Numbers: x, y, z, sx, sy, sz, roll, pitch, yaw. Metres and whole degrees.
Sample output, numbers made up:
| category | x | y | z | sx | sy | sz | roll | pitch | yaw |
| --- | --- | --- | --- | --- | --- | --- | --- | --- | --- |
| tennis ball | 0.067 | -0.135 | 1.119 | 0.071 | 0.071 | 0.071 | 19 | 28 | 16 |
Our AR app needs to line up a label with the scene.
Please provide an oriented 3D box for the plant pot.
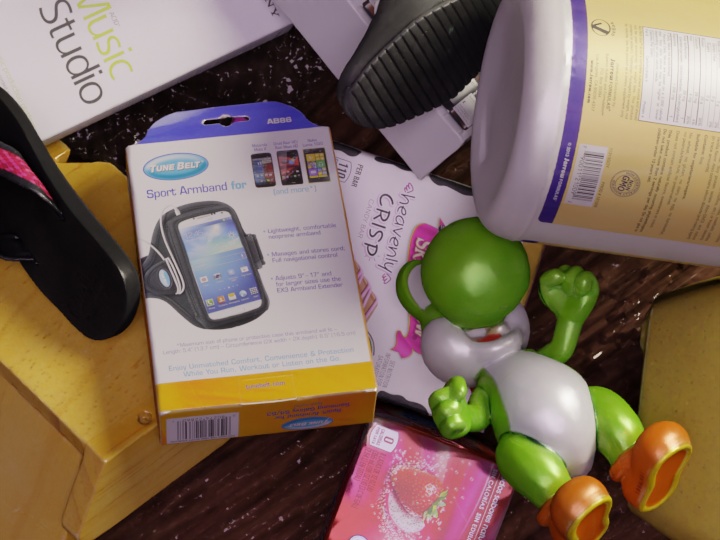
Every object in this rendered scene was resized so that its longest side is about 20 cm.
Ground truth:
| category | x | y | z | sx | sy | sz | roll | pitch | yaw |
| --- | --- | --- | --- | --- | --- | --- | --- | --- | --- |
| plant pot | 0.254 | 0.085 | 1.354 | 0.198 | 0.195 | 0.196 | 7 | 93 | 9 |

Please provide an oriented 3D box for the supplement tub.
| category | x | y | z | sx | sy | sz | roll | pitch | yaw |
| --- | --- | --- | --- | --- | --- | --- | --- | --- | --- |
| supplement tub | 0.169 | -0.077 | 1.281 | 0.198 | 0.145 | 0.147 | 8 | 93 | -10 |

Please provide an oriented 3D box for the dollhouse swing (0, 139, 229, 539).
| category | x | y | z | sx | sy | sz | roll | pitch | yaw |
| --- | --- | --- | --- | --- | --- | --- | --- | --- | --- |
| dollhouse swing | -0.174 | 0.074 | 1.389 | 0.181 | 0.176 | 0.200 | -35 | 60 | -29 |

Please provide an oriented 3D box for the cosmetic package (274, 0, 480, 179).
| category | x | y | z | sx | sy | sz | roll | pitch | yaw |
| --- | --- | --- | --- | --- | --- | --- | --- | --- | --- |
| cosmetic package | 0.006 | -0.158 | 1.382 | 0.200 | 0.082 | 0.051 | 50 | 135 | 0 |

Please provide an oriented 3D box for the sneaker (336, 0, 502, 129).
| category | x | y | z | sx | sy | sz | roll | pitch | yaw |
| --- | --- | --- | --- | --- | --- | --- | --- | --- | --- |
| sneaker | 0.045 | -0.166 | 1.332 | 0.088 | 0.074 | 0.200 | 35 | 76 | 33 |

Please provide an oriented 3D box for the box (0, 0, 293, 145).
| category | x | y | z | sx | sy | sz | roll | pitch | yaw |
| --- | --- | --- | --- | --- | --- | --- | --- | --- | --- |
| box | -0.154 | -0.167 | 1.389 | 0.199 | 0.036 | 0.145 | -27 | 92 | -15 |

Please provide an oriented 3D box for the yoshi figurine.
| category | x | y | z | sx | sy | sz | roll | pitch | yaw |
| --- | --- | --- | --- | --- | --- | --- | --- | --- | --- |
| yoshi figurine | 0.087 | 0.048 | 1.297 | 0.112 | 0.112 | 0.200 | -52 | 59 | 19 |

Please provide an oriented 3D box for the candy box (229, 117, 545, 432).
| category | x | y | z | sx | sy | sz | roll | pitch | yaw |
| --- | --- | --- | --- | --- | --- | --- | --- | --- | --- |
| candy box | 0.000 | 0.000 | 1.408 | 0.199 | 0.061 | 0.137 | 18 | 92 | -1 |

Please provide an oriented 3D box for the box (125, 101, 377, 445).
| category | x | y | z | sx | sy | sz | roll | pitch | yaw |
| --- | --- | --- | --- | --- | --- | --- | --- | --- | --- |
| box | -0.064 | -0.003 | 1.314 | 0.118 | 0.042 | 0.201 | -5 | 55 | -7 |

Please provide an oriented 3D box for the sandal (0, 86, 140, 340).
| category | x | y | z | sx | sy | sz | roll | pitch | yaw |
| --- | --- | --- | --- | --- | --- | --- | --- | --- | --- |
| sandal | -0.196 | -0.039 | 1.316 | 0.200 | 0.045 | 0.075 | 46 | 130 | 25 |

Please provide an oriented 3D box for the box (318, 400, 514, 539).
| category | x | y | z | sx | sy | sz | roll | pitch | yaw |
| --- | --- | --- | --- | --- | --- | --- | --- | --- | --- |
| box | 0.015 | 0.187 | 1.397 | 0.095 | 0.100 | 0.201 | 21 | 92 | -1 |
